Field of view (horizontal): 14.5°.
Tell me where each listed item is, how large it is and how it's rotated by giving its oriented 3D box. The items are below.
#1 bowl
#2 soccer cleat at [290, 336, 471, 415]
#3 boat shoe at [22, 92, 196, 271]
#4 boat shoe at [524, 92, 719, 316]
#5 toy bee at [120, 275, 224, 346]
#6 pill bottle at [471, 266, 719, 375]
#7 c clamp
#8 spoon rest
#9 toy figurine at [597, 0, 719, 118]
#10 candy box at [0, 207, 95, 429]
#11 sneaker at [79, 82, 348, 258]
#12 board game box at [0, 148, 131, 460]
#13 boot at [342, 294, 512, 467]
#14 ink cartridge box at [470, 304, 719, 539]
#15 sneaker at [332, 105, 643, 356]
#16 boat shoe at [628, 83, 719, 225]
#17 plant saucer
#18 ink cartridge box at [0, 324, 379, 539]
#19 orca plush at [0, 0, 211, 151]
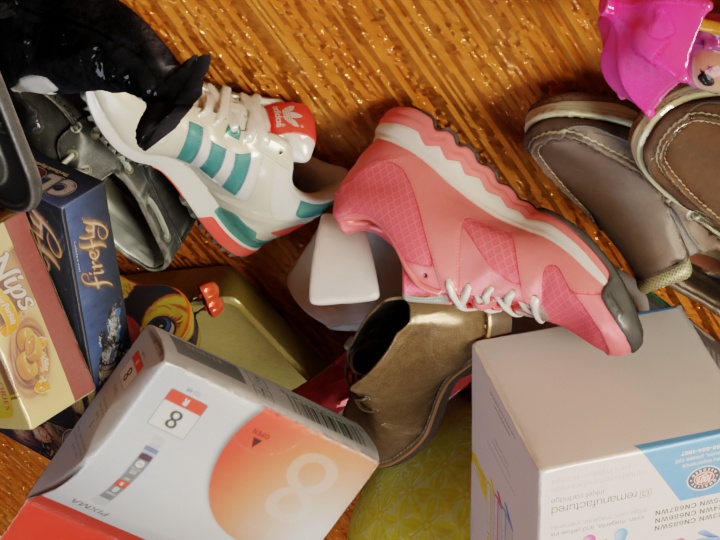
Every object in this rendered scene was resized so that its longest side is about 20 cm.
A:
[{"bbox_3d":[0.061,0.143,1.873,0.108,0.200,0.200,55,151,11],"label":"bowl"},{"bbox_3d":[0.007,0.085,1.808,0.200,0.069,0.085,-32,147,10],"label":"soccer cleat"},{"bbox_3d":[-0.160,-0.070,1.639,0.072,0.071,0.200,-12,141,39],"label":"boat shoe"},{"bbox_3d":[0.172,-0.026,1.566,0.202,0.075,0.075,28,148,-27],"label":"boat shoe"},{"bbox_3d":[-0.142,0.038,1.739,0.200,0.109,0.131,46,163,5],"label":"toy bee"},{"bbox_3d":[0.154,0.066,1.714,0.113,0.113,0.200,-16,141,42],"label":"pill bottle"},{"bbox_3d":[-0.242,-0.121,1.528,0.171,0.027,0.200,19,141,42],"label":"c clamp"},{"bbox_3d":[0.000,0.000,1.690,0.099,0.061,0.200,-4,174,4],"label":"spoon rest"},{"bbox_3d":[0.210,-0.108,1.407,0.183,0.151,0.200,18,179,18],"label":"toy figurine"},{"bbox_3d":[-0.249,0.027,1.637,0.200,0.055,0.116,0,117,49],"label":"candy box"},{"bbox_3d":[-0.079,-0.086,1.601,0.093,0.071,0.200,-22,139,20],"label":"sneaker"},{"bbox_3d":[-0.191,0.019,1.643,0.135,0.035,0.201,24,134,38],"label":"board game box"},{"bbox_3d":[0.016,0.059,1.669,0.075,0.074,0.200,-7,154,-25],"label":"boot"},{"bbox_3d":[0.141,0.144,1.613,0.128,0.125,0.201,-11,125,-12],"label":"ink cartridge box"},{"bbox_3d":[0.068,-0.002,1.573,0.200,0.087,0.074,39,170,21],"label":"sneaker"},{"bbox_3d":[0.229,-0.040,1.503,0.202,0.075,0.075,20,113,-39],"label":"boat shoe"},{"bbox_3d":[-0.115,0.057,1.875,0.199,0.049,0.200,-6,147,28],"label":"plant saucer"},{"bbox_3d":[-0.109,0.146,1.639,0.162,0.050,0.200,27,104,-31],"label":"ink cartridge box"},{"bbox_3d":[-0.174,-0.117,1.480,0.071,0.105,0.200,8,-154,-49],"label":"orca plush"}]
